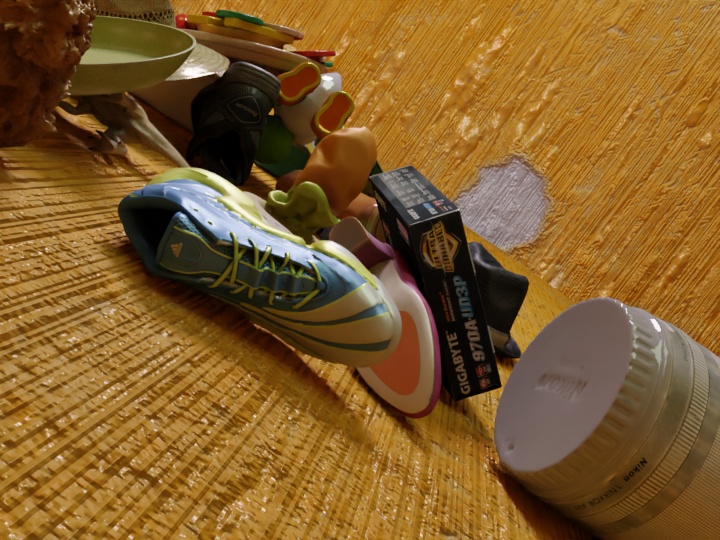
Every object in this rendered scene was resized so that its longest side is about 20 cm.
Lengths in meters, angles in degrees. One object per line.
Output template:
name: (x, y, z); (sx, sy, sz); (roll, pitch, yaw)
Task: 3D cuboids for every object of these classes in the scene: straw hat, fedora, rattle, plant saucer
straw hat: (-0.231, -0.253, 0.993); (0.201, 0.085, 0.201); (3, 23, -1)
fedora: (0.143, 0.022, 1.207); (0.200, 0.092, 0.201); (34, 9, -6)
rattle: (-0.037, -0.050, 0.806); (0.130, 0.143, 0.200); (56, 6, 8)
plant saucer: (-0.230, -0.169, 0.775); (0.199, 0.031, 0.200); (4, 24, -2)

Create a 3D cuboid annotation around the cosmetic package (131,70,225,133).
cosmetic package: (-0.227, -0.242, 1.268); (0.105, 0.071, 0.200); (33, 10, -17)

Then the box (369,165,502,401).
box: (0.063, 0.004, 0.877); (0.200, 0.046, 0.159); (-118, -168, -71)

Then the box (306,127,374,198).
box: (-0.038, -0.162, 1.304); (0.075, 0.050, 0.200); (44, 14, -52)

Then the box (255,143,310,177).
box: (-0.067, -0.136, 1.384); (0.200, 0.049, 0.082); (30, 11, -34)

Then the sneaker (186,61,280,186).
sneaker: (-0.153, -0.141, 1.064); (0.076, 0.114, 0.199); (27, -16, -19)

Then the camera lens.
camera lens: (0.220, 0.131, 0.731); (0.200, 0.160, 0.160); (33, 9, -17)

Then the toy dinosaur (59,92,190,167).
toy dinosaur: (-0.199, -0.127, 0.837); (0.200, 0.058, 0.101); (36, 8, 1)

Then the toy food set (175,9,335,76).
toy food set: (-0.126, -0.261, 1.158); (0.200, 0.049, 0.198); (8, 7, -45)

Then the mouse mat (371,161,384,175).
mouse mat: (0.044, -0.079, 1.273); (0.161, 0.008, 0.200); (62, -1, 11)

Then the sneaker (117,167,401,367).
sneaker: (-0.073, 0.005, 0.626); (0.200, 0.076, 0.105); (31, 19, 17)

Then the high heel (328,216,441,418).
high heel: (0.031, 0.048, 0.761); (0.096, 0.067, 0.200); (47, 9, -43)

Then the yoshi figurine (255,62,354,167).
yoshi figurine: (-0.083, -0.166, 1.138); (0.112, 0.113, 0.200); (-1, -2, -15)

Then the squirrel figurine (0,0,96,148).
squirrel figurine: (-0.231, -0.185, 0.600); (0.200, 0.187, 0.142); (37, 9, 8)

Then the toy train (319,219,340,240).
toy train: (0.000, 0.000, 0.944); (0.056, 0.042, 0.200); (44, 5, -22)

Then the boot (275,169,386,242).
boot: (-0.028, -0.069, 1.127); (0.155, 0.074, 0.200); (30, -3, 7)
